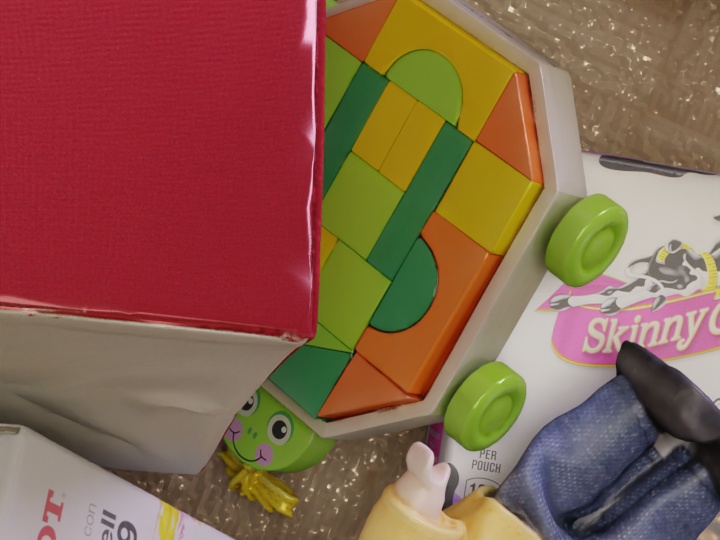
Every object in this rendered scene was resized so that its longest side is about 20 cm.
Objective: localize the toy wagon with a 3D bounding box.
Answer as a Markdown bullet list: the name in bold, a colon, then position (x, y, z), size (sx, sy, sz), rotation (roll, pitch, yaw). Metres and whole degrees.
- **toy wagon**: position (0.000, 0.000, 0.815), size (0.155, 0.039, 0.201), rotation (38, 105, 32)

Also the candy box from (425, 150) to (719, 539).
- **candy box**: position (0.111, 0.062, 0.849), size (0.167, 0.072, 0.201), rotation (9, 89, -4)

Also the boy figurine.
- **boy figurine**: position (0.045, 0.113, 0.771), size (0.200, 0.064, 0.124), rotation (-43, 112, -6)

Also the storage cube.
- **storage cube**: position (-0.116, -0.046, 0.732), size (0.199, 0.171, 0.181), rotation (5, 70, -15)

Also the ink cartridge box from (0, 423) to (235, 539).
- **ink cartridge box**: position (-0.099, 0.149, 0.747), size (0.087, 0.200, 0.146), rotation (-3, 65, 32)
